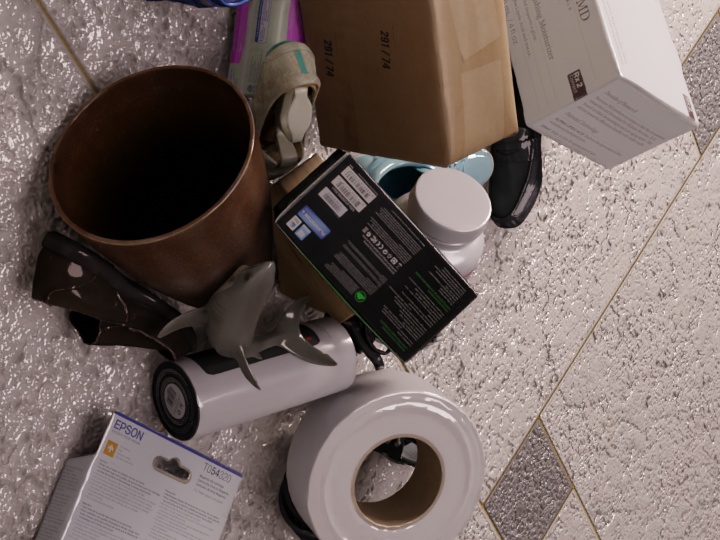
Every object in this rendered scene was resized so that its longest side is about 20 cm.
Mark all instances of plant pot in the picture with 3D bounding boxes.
[{"bbox_3d":[-0.155,-0.050,1.435,0.187,0.187,0.200,-61,152,-22],"label":"plant pot"}]

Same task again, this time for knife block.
[{"bbox_3d":[0.000,0.000,1.596,0.064,0.175,0.200,-40,140,-38],"label":"knife block"}]

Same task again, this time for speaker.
[{"bbox_3d":[-0.101,0.105,1.563,0.200,0.081,0.081,-14,109,-38],"label":"speaker"}]

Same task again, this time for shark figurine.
[{"bbox_3d":[-0.099,0.071,1.462,0.128,0.090,0.214,-32,160,2],"label":"shark figurine"}]

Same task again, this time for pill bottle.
[{"bbox_3d":[0.064,-0.014,1.662,0.109,0.109,0.200,-40,164,-38],"label":"pill bottle"}]

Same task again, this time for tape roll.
[{"bbox_3d":[0.028,0.208,1.654,0.202,0.071,0.203,-6,107,-21],"label":"tape roll"}]

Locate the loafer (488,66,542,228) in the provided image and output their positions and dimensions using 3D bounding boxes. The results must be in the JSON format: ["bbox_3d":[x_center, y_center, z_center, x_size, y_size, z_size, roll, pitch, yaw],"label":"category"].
[{"bbox_3d":[0.181,-0.150,1.876,0.070,0.068,0.201,29,68,-52],"label":"loafer"}]

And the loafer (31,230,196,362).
[{"bbox_3d":[-0.229,0.037,1.436,0.200,0.073,0.071,40,79,-43],"label":"loafer"}]

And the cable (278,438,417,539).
[{"bbox_3d":[0.012,0.229,1.715,0.200,0.051,0.163,4,100,-28],"label":"cable"}]

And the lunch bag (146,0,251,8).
[{"bbox_3d":[-0.133,-0.340,1.413,0.136,0.132,0.200,-38,126,-39],"label":"lunch bag"}]

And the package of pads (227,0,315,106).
[{"bbox_3d":[-0.041,-0.241,1.594,0.200,0.068,0.155,3,97,-50],"label":"package of pads"}]

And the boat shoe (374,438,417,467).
[{"bbox_3d":[0.041,0.177,1.782,0.200,0.060,0.076,25,80,-49],"label":"boat shoe"}]

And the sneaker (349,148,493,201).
[{"bbox_3d":[0.072,-0.095,1.711,0.200,0.082,0.074,-11,115,-30],"label":"sneaker"}]

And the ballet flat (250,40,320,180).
[{"bbox_3d":[-0.077,-0.133,1.508,0.067,0.062,0.200,-15,149,-19],"label":"ballet flat"}]

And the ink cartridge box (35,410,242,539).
[{"bbox_3d":[-0.218,0.254,1.508,0.196,0.043,0.200,36,68,-46],"label":"ink cartridge box"}]

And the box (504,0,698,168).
[{"bbox_3d":[0.274,-0.252,1.855,0.200,0.131,0.199,19,51,-50],"label":"box"}]

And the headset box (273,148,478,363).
[{"bbox_3d":[0.008,-0.020,1.467,0.093,0.200,0.174,-42,97,1],"label":"headset box"}]

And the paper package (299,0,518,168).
[{"bbox_3d":[0.042,-0.214,1.495,0.103,0.190,0.200,-28,119,-37],"label":"paper package"}]
